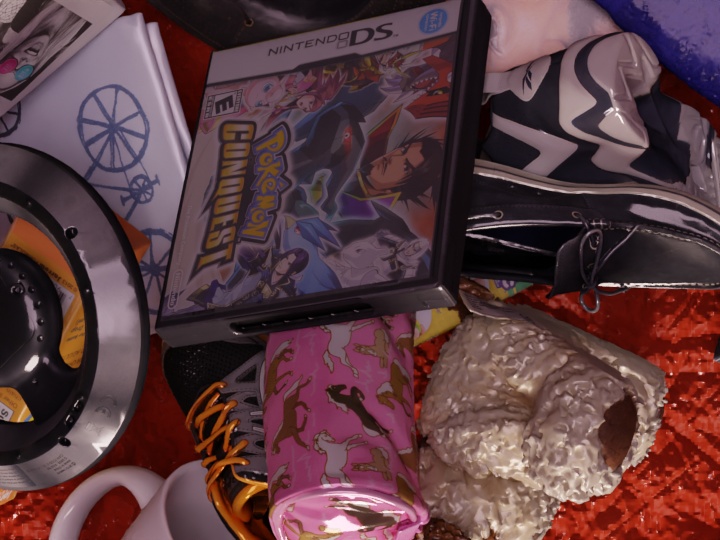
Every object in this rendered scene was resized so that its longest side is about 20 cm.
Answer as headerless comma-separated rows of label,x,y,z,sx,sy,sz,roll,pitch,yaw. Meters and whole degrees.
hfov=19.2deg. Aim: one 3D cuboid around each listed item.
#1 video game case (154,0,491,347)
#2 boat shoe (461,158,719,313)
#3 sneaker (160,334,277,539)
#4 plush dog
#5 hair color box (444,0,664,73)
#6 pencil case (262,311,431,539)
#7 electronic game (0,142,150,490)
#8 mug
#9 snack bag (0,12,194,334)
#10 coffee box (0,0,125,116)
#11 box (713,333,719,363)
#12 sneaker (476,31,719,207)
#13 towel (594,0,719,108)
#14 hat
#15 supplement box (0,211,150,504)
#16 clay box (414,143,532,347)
video game case,-0.020,-0.058,1.211,0.180,0.026,0.201,-9,54,26
boat shoe,0.124,-0.013,1.201,0.199,0.075,0.063,11,52,2
sneaker,-0.060,0.107,1.224,0.200,0.077,0.078,51,125,25
plush dog,0.073,0.107,1.233,0.160,0.200,0.173,28,98,11
hair color box,0.148,-0.173,1.273,0.199,0.064,0.112,-7,92,6
pencil case,-0.008,0.067,1.186,0.082,0.201,0.087,-22,135,21
electronic game,-0.204,0.027,1.218,0.199,0.042,0.201,5,99,29
mug,-0.115,0.207,1.275,0.200,0.147,0.176,48,118,22
snack bag,-0.183,-0.039,1.306,0.199,0.021,0.190,-17,92,25
coffee box,-0.296,-0.190,1.216,0.198,0.200,0.200,-40,67,5
box,0.288,-0.031,1.221,0.105,0.122,0.201,18,82,2
sneaker,0.134,-0.060,1.256,0.129,0.199,0.080,-2,62,34
towel,0.189,-0.200,1.218,0.200,0.050,0.148,40,101,2
hat,-0.039,-0.202,1.273,0.199,0.201,0.081,14,49,4
supplement box,-0.205,0.051,1.283,0.069,0.066,0.201,36,111,12
clay box,0.000,0.000,1.300,0.199,0.048,0.115,-26,88,5
